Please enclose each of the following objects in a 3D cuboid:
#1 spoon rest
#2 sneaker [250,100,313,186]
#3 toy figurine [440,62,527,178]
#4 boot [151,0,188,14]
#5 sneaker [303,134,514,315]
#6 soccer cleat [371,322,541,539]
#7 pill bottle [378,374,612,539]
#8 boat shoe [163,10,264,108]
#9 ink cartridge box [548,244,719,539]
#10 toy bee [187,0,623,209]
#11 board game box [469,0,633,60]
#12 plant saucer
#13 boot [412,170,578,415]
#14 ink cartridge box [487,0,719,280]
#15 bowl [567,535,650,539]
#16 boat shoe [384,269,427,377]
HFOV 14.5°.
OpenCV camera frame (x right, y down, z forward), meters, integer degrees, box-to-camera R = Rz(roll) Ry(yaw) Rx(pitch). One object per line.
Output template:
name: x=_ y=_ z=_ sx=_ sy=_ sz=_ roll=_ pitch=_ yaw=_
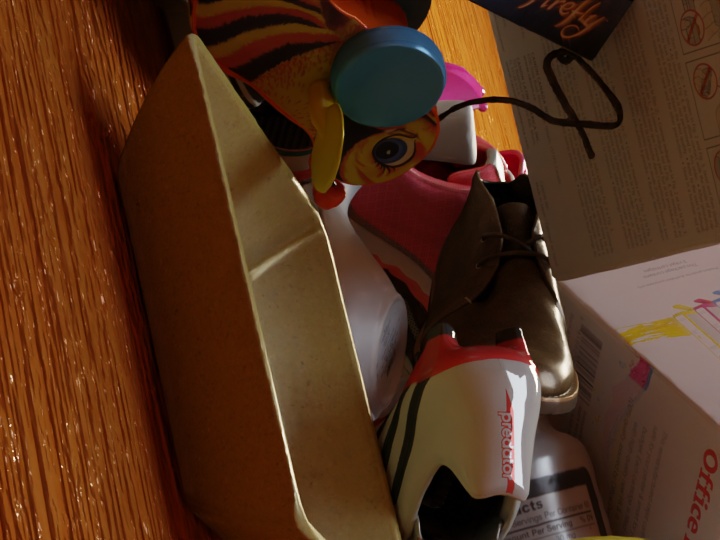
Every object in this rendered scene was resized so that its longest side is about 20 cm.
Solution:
spoon rest: x=0.000 y=0.000 z=1.308 sx=0.100 sy=0.060 sz=0.200 roll=82 pitch=23 yaw=-46
sneaker: x=-0.051 y=-0.131 z=1.349 sx=0.093 sy=0.070 sz=0.200 roll=99 pitch=-22 yaw=-67
toy figurine: x=0.045 y=-0.036 z=1.672 sx=0.184 sy=0.150 sz=0.201 roll=47 pitch=49 yaw=-42
boot: x=-0.100 y=-0.212 z=1.116 sx=0.200 sy=0.072 sz=0.183 roll=27 pitch=60 yaw=-70
sneaker: x=0.054 y=-0.022 z=1.430 sx=0.200 sy=0.087 sz=0.074 roll=30 pitch=42 yaw=-29
soccer cleat: x=0.029 y=0.095 z=1.201 sx=0.200 sy=0.068 sz=0.085 roll=123 pitch=-33 yaw=-59
pill bottle: x=0.069 y=0.145 z=1.365 sx=0.113 sy=0.113 sz=0.201 roll=27 pitch=46 yaw=-79
boat shoe: x=-0.062 y=-0.167 z=1.266 sx=0.072 sy=0.071 sz=0.201 roll=36 pitch=35 yaw=-75
ink cartridge box: x=0.178 y=0.084 z=1.393 sx=0.200 sy=0.125 sz=0.129 roll=45 pitch=-42 yaw=42
toy bee: x=-0.004 y=-0.071 z=1.170 sx=0.200 sy=0.109 sz=0.131 roll=38 pitch=32 yaw=-13
board game box: x=0.012 y=-0.172 z=1.209 sx=0.135 sy=0.035 sz=0.200 roll=19 pitch=21 yaw=-48
plant saucer: x=-0.039 y=0.039 z=1.089 sx=0.200 sy=0.048 sz=0.201 roll=57 pitch=18 yaw=-65
boot: x=0.064 y=0.009 z=1.309 sx=0.200 sy=0.073 sz=0.076 roll=-100 pitch=-162 yaw=-70
ink cartridge box: x=0.137 y=-0.090 z=1.214 sx=0.200 sy=0.050 sz=0.163 roll=-14 pitch=-90 yaw=54
bowl: x=0.062 y=0.187 z=1.170 sx=0.107 sy=0.200 sz=0.200 roll=27 pitch=21 yaw=-10
boat shoe: x=0.049 y=0.049 z=1.510 sx=0.075 sy=0.075 sz=0.203 roll=-34 pitch=107 yaw=-82
